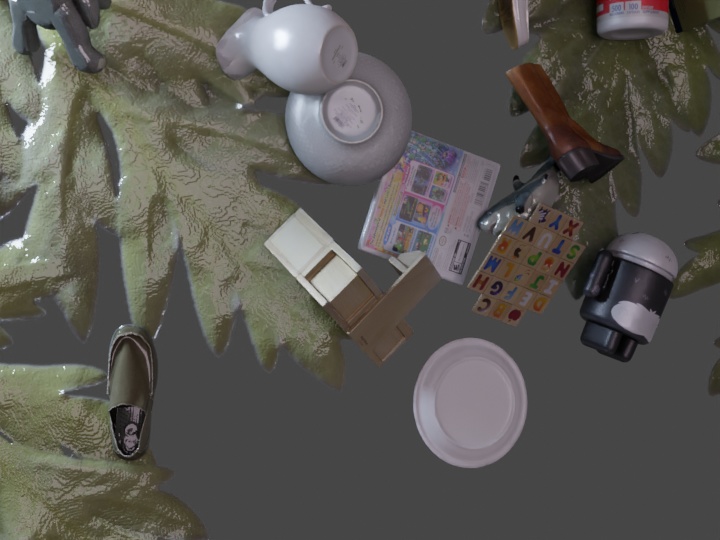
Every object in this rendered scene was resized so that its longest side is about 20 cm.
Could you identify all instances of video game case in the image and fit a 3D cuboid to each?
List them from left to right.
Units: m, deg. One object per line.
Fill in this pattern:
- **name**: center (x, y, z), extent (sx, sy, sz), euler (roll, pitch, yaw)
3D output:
- **video game case**: center (0.108, -0.101, 1.494), extent (0.180, 0.024, 0.203), euler (18, 89, -12)

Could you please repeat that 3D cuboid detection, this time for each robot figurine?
- **robot figurine**: center (0.424, 0.039, 1.517), extent (0.123, 0.150, 0.203), euler (23, 88, 18)

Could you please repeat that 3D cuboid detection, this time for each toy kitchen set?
- **toy kitchen set**: center (0.000, 0.000, 1.451), extent (0.163, 0.180, 0.200), euler (-44, 140, -4)

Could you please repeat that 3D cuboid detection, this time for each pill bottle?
- **pill bottle**: center (0.428, -0.474, 1.501), extent (0.110, 0.112, 0.204), euler (-1, 92, -12)

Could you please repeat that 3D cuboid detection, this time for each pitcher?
- **pitcher**: center (-0.091, -0.341, 1.363), extent (0.121, 0.198, 0.173), euler (39, 73, -49)

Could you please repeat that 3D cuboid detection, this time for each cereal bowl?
- **cereal bowl**: center (-0.015, -0.231, 1.421), extent (0.196, 0.083, 0.204), euler (0, 90, -6)

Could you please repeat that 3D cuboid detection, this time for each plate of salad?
- **plate of salad**: center (0.172, 0.209, 1.507), extent (0.197, 0.048, 0.204), euler (2, 84, -19)

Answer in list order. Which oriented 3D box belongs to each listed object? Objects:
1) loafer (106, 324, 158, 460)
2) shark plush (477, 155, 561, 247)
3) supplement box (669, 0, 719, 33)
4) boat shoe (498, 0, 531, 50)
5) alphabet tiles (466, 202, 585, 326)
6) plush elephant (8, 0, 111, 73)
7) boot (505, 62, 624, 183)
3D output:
- **loafer**: center (-0.331, 0.181, 1.388), extent (0.074, 0.070, 0.204), euler (-2, 93, -12)
- **shark plush**: center (0.264, -0.135, 1.494), extent (0.091, 0.083, 0.202), euler (43, 73, -46)
- **supplement box**: center (0.572, -0.504, 1.485), extent (0.133, 0.200, 0.203), euler (-21, 96, -10)
- **boat shoe**: center (0.252, -0.449, 1.485), extent (0.068, 0.071, 0.204), euler (-7, 92, -10)
- **alphabet tiles**: center (0.260, -0.006, 1.483), extent (0.165, 0.006, 0.202), euler (19, 111, -34)
- **plush elephant**: center (-0.403, -0.400, 1.321), extent (0.155, 0.163, 0.202), euler (-48, 141, -41)
- **boot**: center (0.321, -0.234, 1.505), extent (0.187, 0.068, 0.202), euler (-14, 68, -46)
